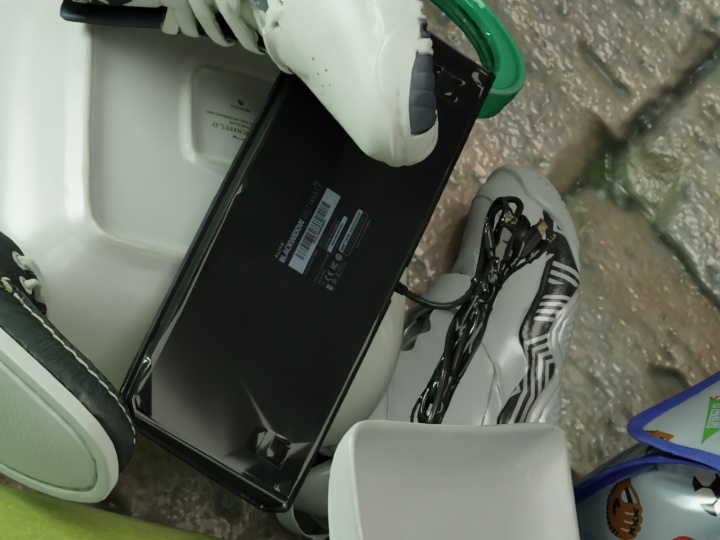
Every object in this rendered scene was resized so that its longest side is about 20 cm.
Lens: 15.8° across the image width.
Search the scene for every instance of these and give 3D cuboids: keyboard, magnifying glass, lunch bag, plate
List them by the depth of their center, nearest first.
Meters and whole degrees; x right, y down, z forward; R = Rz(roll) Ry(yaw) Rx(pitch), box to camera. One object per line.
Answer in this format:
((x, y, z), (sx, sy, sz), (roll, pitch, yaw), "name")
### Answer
((0.040, 0.157, 0.967), (0.200, 0.032, 0.200), (7, 75, -64), "plate")
((0.000, 0.000, 0.975), (0.127, 0.021, 0.200), (32, 67, -14), "keyboard")
((-0.014, -0.133, 1.043), (0.200, 0.022, 0.080), (37, 31, -10), "magnifying glass")
((0.183, 0.095, 1.084), (0.170, 0.200, 0.124), (-22, 80, -28), "lunch bag")

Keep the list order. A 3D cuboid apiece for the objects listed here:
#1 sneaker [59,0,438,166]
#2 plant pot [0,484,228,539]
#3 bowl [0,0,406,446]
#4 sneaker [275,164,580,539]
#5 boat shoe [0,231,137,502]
((-0.060, -0.103, 0.940), (0.129, 0.080, 0.200), (-21, 65, -12), "sneaker")
((-0.128, 0.158, 0.945), (0.184, 0.200, 0.201), (9, 66, -33), "plant pot")
((-0.064, -0.043, 1.018), (0.199, 0.075, 0.200), (13, 60, -24), "bowl")
((0.026, 0.036, 1.109), (0.115, 0.075, 0.201), (16, 67, -19), "sneaker")
((-0.146, 0.006, 0.915), (0.200, 0.076, 0.060), (37, 52, 20), "boat shoe")
